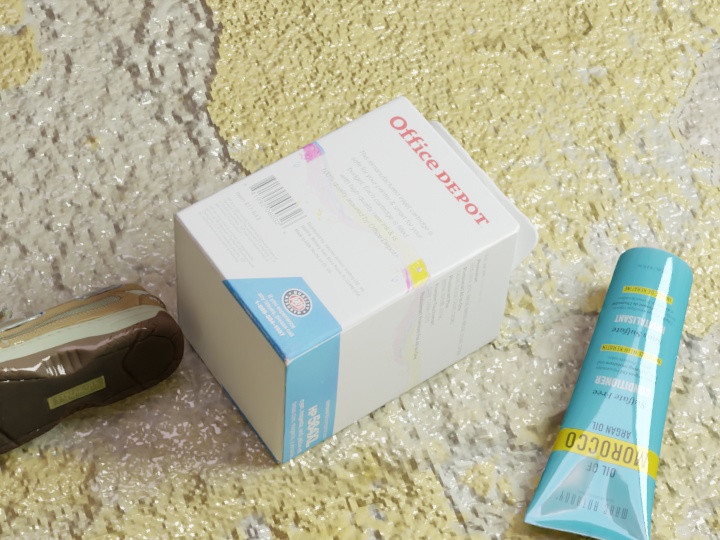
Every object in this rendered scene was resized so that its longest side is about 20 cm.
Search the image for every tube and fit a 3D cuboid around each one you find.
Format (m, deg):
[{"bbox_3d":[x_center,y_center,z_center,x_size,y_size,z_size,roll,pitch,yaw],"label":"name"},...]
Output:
[{"bbox_3d":[0.164,0.080,1.307,0.077,0.051,0.201,11,60,13],"label":"tube"}]

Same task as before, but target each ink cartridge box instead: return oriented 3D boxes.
[{"bbox_3d":[0.000,0.000,1.299,0.199,0.126,0.129,-28,61,-21],"label":"ink cartridge box"}]

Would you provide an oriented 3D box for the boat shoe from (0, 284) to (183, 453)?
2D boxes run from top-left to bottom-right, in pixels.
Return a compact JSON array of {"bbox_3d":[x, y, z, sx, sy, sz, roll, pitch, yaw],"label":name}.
[{"bbox_3d":[-0.212,0.059,1.280,0.199,0.072,0.076,-16,43,-23],"label":"boat shoe"}]
